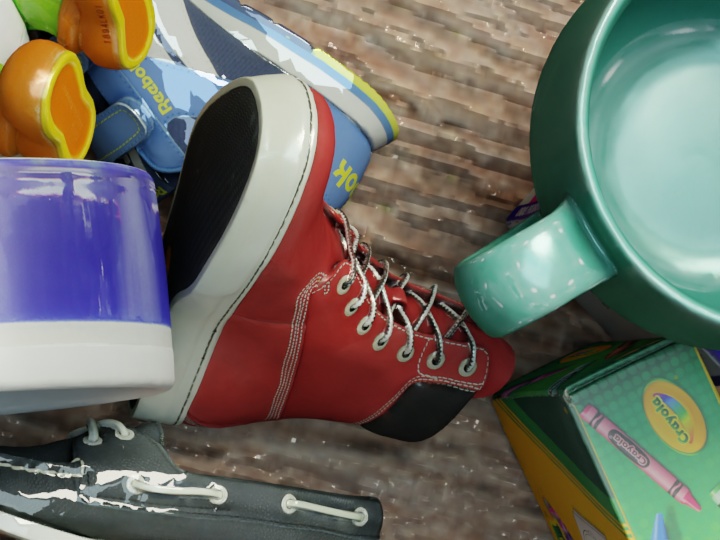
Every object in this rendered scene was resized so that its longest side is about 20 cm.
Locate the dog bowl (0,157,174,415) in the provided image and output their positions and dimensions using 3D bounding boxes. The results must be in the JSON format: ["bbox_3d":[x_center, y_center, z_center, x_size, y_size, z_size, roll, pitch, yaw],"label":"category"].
[{"bbox_3d":[-0.168,0.012,1.062,0.199,0.200,0.079,-4,85,-12],"label":"dog bowl"}]

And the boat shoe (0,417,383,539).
[{"bbox_3d":[-0.087,0.087,1.142,0.199,0.076,0.061,19,86,-22],"label":"boat shoe"}]

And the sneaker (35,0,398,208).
[{"bbox_3d":[-0.085,-0.077,1.150,0.199,0.074,0.082,31,83,-7],"label":"sneaker"}]

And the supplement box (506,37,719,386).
[{"bbox_3d":[0.168,-0.059,1.185,0.103,0.101,0.200,45,79,-5],"label":"supplement box"}]

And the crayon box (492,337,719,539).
[{"bbox_3d":[0.129,0.126,1.158,0.058,0.119,0.201,-26,92,-11],"label":"crayon box"}]

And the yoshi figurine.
[{"bbox_3d":[-0.182,-0.112,1.084,0.199,0.112,0.113,16,102,21],"label":"yoshi figurine"}]

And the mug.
[{"bbox_3d":[0.122,-0.047,1.066,0.184,0.114,0.153,3,86,-10],"label":"mug"}]

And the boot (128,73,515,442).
[{"bbox_3d":[0.000,0.000,1.107,0.144,0.200,0.073,7,58,-11],"label":"boot"}]
